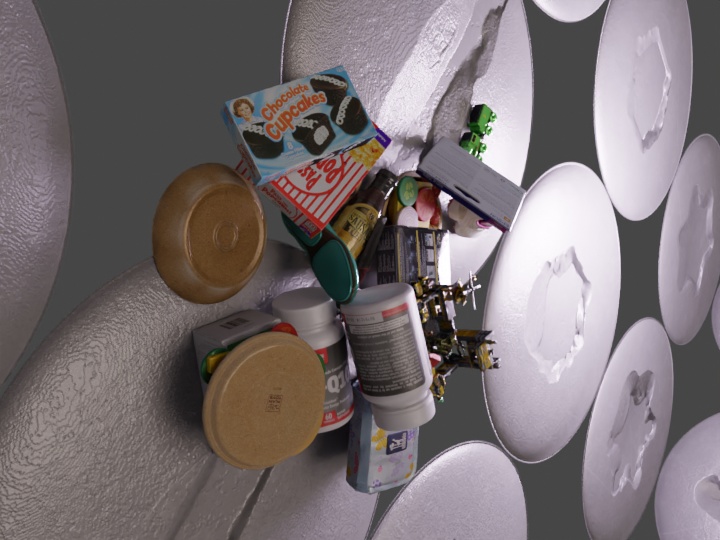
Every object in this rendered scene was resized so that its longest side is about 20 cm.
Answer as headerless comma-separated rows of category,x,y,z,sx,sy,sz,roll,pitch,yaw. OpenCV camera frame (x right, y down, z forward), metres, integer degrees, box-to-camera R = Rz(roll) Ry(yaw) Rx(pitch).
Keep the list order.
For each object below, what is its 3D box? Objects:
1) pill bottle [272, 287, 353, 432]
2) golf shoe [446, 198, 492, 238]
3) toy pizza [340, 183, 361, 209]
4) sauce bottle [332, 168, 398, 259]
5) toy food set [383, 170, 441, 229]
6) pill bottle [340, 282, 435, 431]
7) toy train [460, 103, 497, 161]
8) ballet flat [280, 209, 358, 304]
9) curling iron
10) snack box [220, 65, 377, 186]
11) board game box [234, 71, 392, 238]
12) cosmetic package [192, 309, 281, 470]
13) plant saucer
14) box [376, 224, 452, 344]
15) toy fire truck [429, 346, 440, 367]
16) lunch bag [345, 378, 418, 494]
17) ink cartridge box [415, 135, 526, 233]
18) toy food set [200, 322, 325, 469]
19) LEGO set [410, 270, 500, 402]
pill bottle,-0.076,0.137,1.114,0.113,0.113,0.202,-25,115,-44
golf shoe,0.232,-0.100,1.428,0.076,0.091,0.200,-63,157,-4
toy pizza,-0.048,-0.192,1.160,0.199,0.032,0.202,-12,106,-48
sauce bottle,-0.003,-0.084,1.198,0.201,0.066,0.066,-58,134,-18
toy food set,0.098,-0.083,1.324,0.197,0.048,0.202,-3,100,-49
pill bottle,0.045,0.130,1.081,0.113,0.113,0.202,-25,106,-44
toy train,0.227,-0.248,1.463,0.056,0.042,0.202,29,75,-37
ballet flat,-0.049,-0.032,1.090,0.067,0.201,0.070,-43,155,17
curling iron,0.000,0.000,1.189,0.201,0.025,0.050,-63,173,19
snack box,-0.085,-0.208,1.017,0.199,0.037,0.117,-26,88,-28
board game box,-0.065,-0.172,1.066,0.151,0.046,0.201,41,64,-11
cosmetic package,-0.167,0.171,1.048,0.107,0.084,0.202,-22,112,-40
plant saucer,-0.198,-0.049,1.011,0.199,0.035,0.202,-12,106,-48
box,0.095,0.027,1.228,0.161,0.049,0.202,0,87,-51
toy fire truck,0.074,0.119,1.285,0.140,0.049,0.201,26,36,-27
lunch bag,0.041,0.273,1.236,0.200,0.126,0.171,-13,108,-73
ink cartridge box,0.198,-0.151,1.303,0.043,0.196,0.200,-57,177,34
toy food set,-0.129,0.175,0.989,0.199,0.048,0.200,-9,105,-36
LEGO set,0.150,0.108,1.162,0.153,0.115,0.202,-20,103,-47
